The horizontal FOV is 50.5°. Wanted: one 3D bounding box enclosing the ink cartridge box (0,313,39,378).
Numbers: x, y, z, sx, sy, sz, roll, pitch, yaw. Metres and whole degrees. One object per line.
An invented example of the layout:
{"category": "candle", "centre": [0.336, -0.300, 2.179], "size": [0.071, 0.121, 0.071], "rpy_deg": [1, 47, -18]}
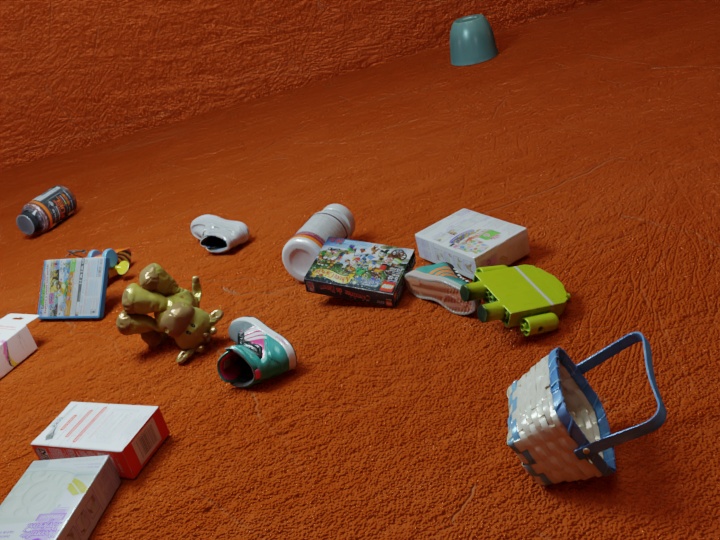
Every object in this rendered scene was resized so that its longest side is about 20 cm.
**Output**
{"category": "ink cartridge box", "centre": [-0.801, 0.176, 1.678], "size": [0.115, 0.069, 0.200], "rpy_deg": [1, 32, 29]}

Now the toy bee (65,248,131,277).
{"category": "toy bee", "centre": [-0.664, 0.000, 1.939], "size": [0.129, 0.111, 0.198], "rpy_deg": [0, 3, 44]}

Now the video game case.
{"category": "video game case", "centre": [-0.686, 0.043, 1.821], "size": [0.196, 0.146, 0.018], "rpy_deg": [-2, -12, 24]}

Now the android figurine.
{"category": "android figurine", "centre": [0.278, 0.044, 1.340], "size": [0.197, 0.042, 0.182], "rpy_deg": [-9, 37, -26]}

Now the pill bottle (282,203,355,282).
{"category": "pill bottle", "centre": [-0.089, -0.067, 1.725], "size": [0.108, 0.111, 0.200], "rpy_deg": [-1, 29, 26]}

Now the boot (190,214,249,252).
{"category": "boot", "centre": [-0.389, -0.094, 1.978], "size": [0.197, 0.075, 0.095], "rpy_deg": [5, 25, 33]}

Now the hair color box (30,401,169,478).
{"category": "hair color box", "centre": [-0.435, 0.282, 1.280], "size": [0.196, 0.065, 0.111], "rpy_deg": [-1, 30, 24]}

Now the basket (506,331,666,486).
{"category": "basket", "centre": [0.292, 0.174, 0.989], "size": [0.199, 0.139, 0.177], "rpy_deg": [-37, 15, 29]}

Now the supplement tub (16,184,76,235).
{"category": "supplement tub", "centre": [-1.022, -0.191, 2.478], "size": [0.105, 0.109, 0.201], "rpy_deg": [-2, 29, 24]}

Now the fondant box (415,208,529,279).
{"category": "fondant box", "centre": [0.229, -0.057, 1.579], "size": [0.143, 0.059, 0.199], "rpy_deg": [-27, 28, -24]}

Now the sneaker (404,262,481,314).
{"category": "sneaker", "centre": [0.170, 0.023, 1.454], "size": [0.079, 0.072, 0.199], "rpy_deg": [-32, 29, -24]}

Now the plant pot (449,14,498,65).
{"category": "plant pot", "centre": [0.452, -0.945, 3.106], "size": [0.197, 0.164, 0.201], "rpy_deg": [-12, 25, 6]}

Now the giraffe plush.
{"category": "giraffe plush", "centre": [-0.369, 0.101, 1.538], "size": [0.198, 0.175, 0.161], "rpy_deg": [9, 17, -43]}

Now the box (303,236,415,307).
{"category": "box", "centre": [0.000, 0.000, 1.559], "size": [0.196, 0.038, 0.138], "rpy_deg": [9, 45, 21]}

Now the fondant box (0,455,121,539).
{"category": "fondant box", "centre": [-0.468, 0.368, 1.134], "size": [0.141, 0.059, 0.201], "rpy_deg": [-8, 28, 14]}

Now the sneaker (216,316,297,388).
{"category": "sneaker", "centre": [-0.218, 0.153, 1.402], "size": [0.119, 0.085, 0.198], "rpy_deg": [-21, 26, -35]}
